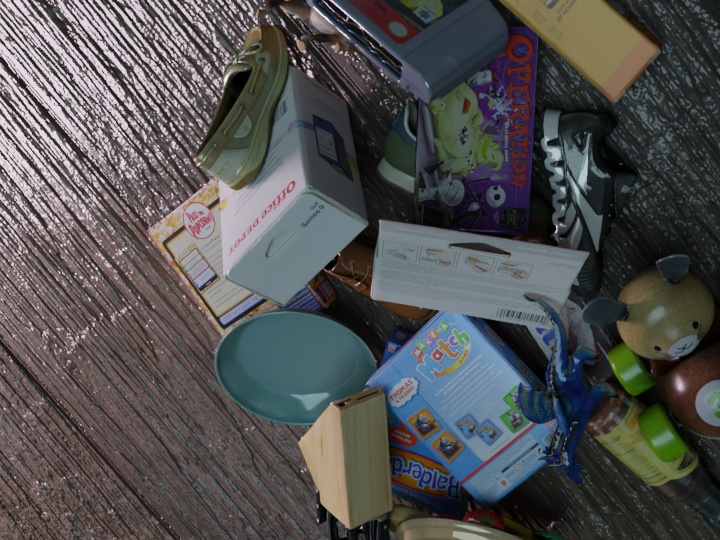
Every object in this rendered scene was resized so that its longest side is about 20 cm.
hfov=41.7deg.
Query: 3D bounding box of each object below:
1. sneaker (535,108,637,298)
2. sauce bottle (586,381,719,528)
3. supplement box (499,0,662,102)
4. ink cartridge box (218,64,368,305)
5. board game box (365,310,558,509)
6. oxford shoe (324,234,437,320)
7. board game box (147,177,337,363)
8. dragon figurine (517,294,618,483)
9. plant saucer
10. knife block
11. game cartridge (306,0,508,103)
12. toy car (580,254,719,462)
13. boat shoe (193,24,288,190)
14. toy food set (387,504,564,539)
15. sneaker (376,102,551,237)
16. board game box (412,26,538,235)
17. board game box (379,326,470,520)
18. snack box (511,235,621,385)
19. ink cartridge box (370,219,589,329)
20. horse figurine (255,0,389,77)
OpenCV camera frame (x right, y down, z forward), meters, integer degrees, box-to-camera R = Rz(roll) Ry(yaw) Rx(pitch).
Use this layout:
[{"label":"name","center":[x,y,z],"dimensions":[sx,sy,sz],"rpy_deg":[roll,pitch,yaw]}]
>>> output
[{"label":"sneaker","center":[0.237,-0.068,0.958],"dimensions":[0.089,0.066,0.204],"rpy_deg":[-5,107,25]},{"label":"sauce bottle","center":[0.328,0.204,1.027],"dimensions":[0.199,0.066,0.066],"rpy_deg":[39,120,-12]},{"label":"supplement box","center":[0.193,-0.254,0.902],"dimensions":[0.199,0.069,0.067],"rpy_deg":[42,118,0]},{"label":"ink cartridge box","center":[-0.077,-0.090,0.994],"dimensions":[0.087,0.203,0.145],"rpy_deg":[27,125,-31]},{"label":"board game box","center":[0.124,0.149,1.056],"dimensions":[0.200,0.037,0.151],"rpy_deg":[46,117,-1]},{"label":"oxford shoe","center":[0.000,0.000,1.078],"dimensions":[0.198,0.071,0.072],"rpy_deg":[33,117,4]},{"label":"board game box","center":[-0.143,-0.009,1.143],"dimensions":[0.150,0.046,0.202],"rpy_deg":[-31,98,29]},{"label":"dragon figurine","center":[0.198,0.126,0.949],"dimensions":[0.058,0.099,0.202],"rpy_deg":[18,146,49]},{"label":"plant saucer","center":[-0.076,0.109,1.137],"dimensions":[0.195,0.036,0.203],"rpy_deg":[1,132,2]},{"label":"knife block","center":[0.000,0.252,1.091],"dimensions":[0.178,0.063,0.201],"rpy_deg":[63,149,18]},{"label":"game cartridge","center":[0.042,-0.258,0.913],"dimensions":[0.200,0.132,0.041],"rpy_deg":[44,150,18]},{"label":"toy car","center":[0.298,0.059,0.894],"dimensions":[0.163,0.160,0.199],"rpy_deg":[-35,133,20]},{"label":"boat shoe","center":[-0.126,-0.183,0.989],"dimensions":[0.062,0.205,0.073],"rpy_deg":[27,150,-31]},{"label":"toy food set","center":[0.135,0.324,1.115],"dimensions":[0.196,0.049,0.199],"rpy_deg":[30,147,-22]},{"label":"sneaker","center":[0.114,-0.110,0.988],"dimensions":[0.197,0.067,0.091],"rpy_deg":[23,122,14]},{"label":"board game box","center":[0.114,-0.140,0.947],"dimensions":[0.117,0.032,0.205],"rpy_deg":[2,92,0]},{"label":"board game box","center":[0.082,0.187,1.134],"dimensions":[0.149,0.045,0.204],"rpy_deg":[20,117,12]},{"label":"snack box","center":[0.218,0.051,1.037],"dimensions":[0.071,0.024,0.202],"rpy_deg":[-31,98,29]},{"label":"ink cartridge box","center":[0.112,-0.010,0.932],"dimensions":[0.195,0.046,0.177],"rpy_deg":[9,153,3]},{"label":"horse figurine","center":[-0.045,-0.263,0.972],"dimensions":[0.199,0.132,0.051],"rpy_deg":[38,123,18]}]
